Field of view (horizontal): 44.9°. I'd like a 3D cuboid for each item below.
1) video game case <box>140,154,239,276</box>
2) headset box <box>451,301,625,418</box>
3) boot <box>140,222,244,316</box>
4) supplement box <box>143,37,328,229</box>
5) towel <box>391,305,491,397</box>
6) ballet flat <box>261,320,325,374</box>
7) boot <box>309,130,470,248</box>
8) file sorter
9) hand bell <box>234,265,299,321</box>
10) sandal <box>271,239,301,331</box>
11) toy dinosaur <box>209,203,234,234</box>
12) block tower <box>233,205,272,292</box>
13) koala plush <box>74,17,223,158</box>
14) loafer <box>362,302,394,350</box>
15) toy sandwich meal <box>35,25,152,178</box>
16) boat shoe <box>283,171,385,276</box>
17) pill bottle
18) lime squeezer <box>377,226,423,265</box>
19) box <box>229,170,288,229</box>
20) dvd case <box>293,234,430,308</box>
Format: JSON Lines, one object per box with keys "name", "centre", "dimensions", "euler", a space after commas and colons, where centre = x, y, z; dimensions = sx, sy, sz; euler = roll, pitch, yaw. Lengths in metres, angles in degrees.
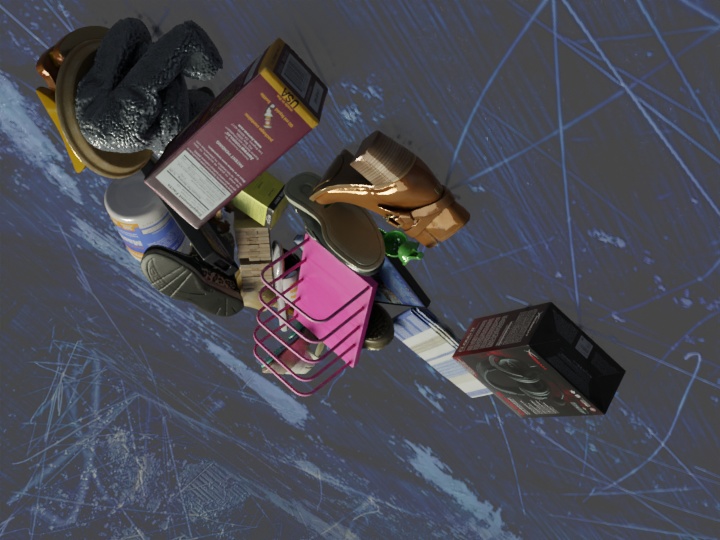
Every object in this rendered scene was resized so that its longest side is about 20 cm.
{"name": "video game case", "centre": [-0.270, -0.088, 1.354], "dimensions": [0.200, 0.025, 0.181], "euler": [54, 178, 8]}
{"name": "headset box", "centre": [0.233, 0.129, 1.195], "dimensions": [0.149, 0.077, 0.200], "euler": [42, 154, -15]}
{"name": "boot", "centre": [-0.280, -0.024, 1.450], "dimensions": [0.073, 0.154, 0.203], "euler": [-32, 136, 25]}
{"name": "supplement box", "centre": [-0.139, -0.154, 0.991], "dimensions": [0.200, 0.110, 0.086], "euler": [-37, 111, 22]}
{"name": "towel", "centre": [0.138, 0.131, 1.390], "dimensions": [0.200, 0.024, 0.147], "euler": [39, 158, -4]}
{"name": "ballet flat", "centre": [-0.099, 0.133, 1.472], "dimensions": [0.068, 0.200, 0.067], "euler": [-37, 97, 31]}
{"name": "boot", "centre": [0.034, -0.088, 1.080], "dimensions": [0.155, 0.077, 0.200], "euler": [38, 149, -16]}
{"name": "file sorter", "centre": [-0.079, 0.073, 1.322], "dimensions": [0.139, 0.125, 0.200], "euler": [38, 142, 22]}
{"name": "hand bell", "centre": [-0.134, 0.064, 1.576], "dimensions": [0.200, 0.104, 0.104], "euler": [29, 159, -19]}
{"name": "sandal", "centre": [-0.114, 0.023, 1.460], "dimensions": [0.059, 0.079, 0.207], "euler": [-6, 142, -5]}
{"name": "toy dinosaur", "centre": [-0.236, -0.097, 1.349], "dimensions": [0.106, 0.061, 0.200], "euler": [29, -172, -45]}
{"name": "block tower", "centre": [-0.172, -0.038, 1.408], "dimensions": [0.054, 0.058, 0.200], "euler": [-4, 152, -6]}
{"name": "koala plush", "centre": [-0.248, -0.195, 1.135], "dimensions": [0.177, 0.184, 0.200], "euler": [17, 162, 36]}
{"name": "loafer", "centre": [-0.006, 0.089, 1.447], "dimensions": [0.200, 0.076, 0.067], "euler": [21, 155, 52]}
{"name": "toy sandwich meal", "centre": [-0.354, -0.222, 1.177], "dimensions": [0.070, 0.206, 0.205], "euler": [-2, 139, 30]}
{"name": "boat shoe", "centre": [-0.028, -0.055, 1.161], "dimensions": [0.200, 0.072, 0.068], "euler": [45, 161, 38]}
{"name": "pill bottle", "centre": [-0.374, -0.081, 1.556], "dimensions": [0.112, 0.112, 0.200], "euler": [27, 154, 18]}
{"name": "lime squeezer", "centre": [0.049, -0.039, 1.150], "dimensions": [0.200, 0.038, 0.071], "euler": [37, 165, 54]}
{"name": "box", "centre": [-0.199, -0.144, 1.285], "dimensions": [0.200, 0.050, 0.075], "euler": [33, 159, 4]}
{"name": "dvd case", "centre": [0.000, 0.000, 1.333], "dimensions": [0.200, 0.018, 0.143], "euler": [5, 143, 48]}
